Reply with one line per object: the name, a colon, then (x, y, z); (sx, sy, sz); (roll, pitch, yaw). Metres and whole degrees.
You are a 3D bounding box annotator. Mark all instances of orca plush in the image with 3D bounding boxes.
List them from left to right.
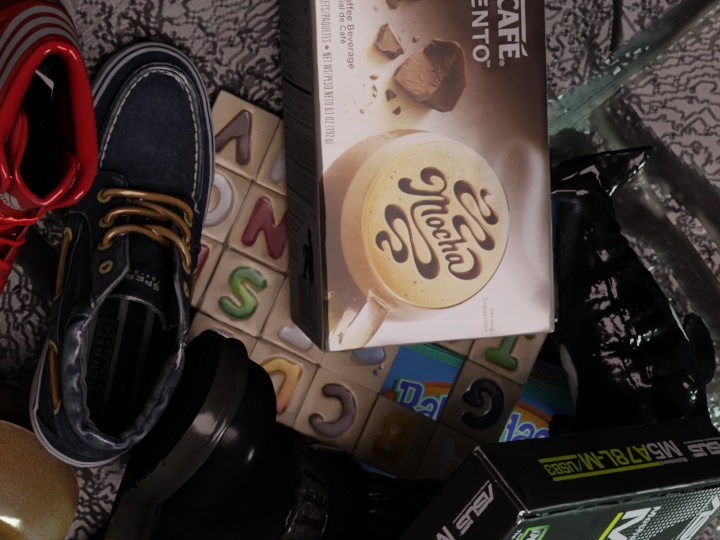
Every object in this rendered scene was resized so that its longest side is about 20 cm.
orca plush: (0.148, 0.039, 1.420); (0.105, 0.071, 0.201); (-13, 106, -32)

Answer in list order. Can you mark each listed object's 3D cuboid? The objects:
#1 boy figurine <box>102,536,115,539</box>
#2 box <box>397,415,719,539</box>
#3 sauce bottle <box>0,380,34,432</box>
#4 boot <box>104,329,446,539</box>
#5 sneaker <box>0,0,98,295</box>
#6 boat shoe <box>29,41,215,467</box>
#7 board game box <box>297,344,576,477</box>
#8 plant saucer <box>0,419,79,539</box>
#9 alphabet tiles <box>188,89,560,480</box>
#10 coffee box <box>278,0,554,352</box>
boy figurine: (-0.137, 0.222, 1.470); (0.124, 0.064, 0.201); (17, 112, -20)
box: (0.065, 0.154, 1.360); (0.193, 0.048, 0.200); (0, 135, -51)
sauce bottle: (-0.213, 0.082, 1.386); (0.199, 0.065, 0.065); (-9, 116, -14)
boot: (-0.026, 0.103, 1.345); (0.157, 0.211, 0.080); (22, 72, -5)
sneaker: (-0.175, -0.028, 1.315); (0.078, 0.116, 0.201); (10, 110, -19)
boat shoe: (-0.099, -0.011, 1.317); (0.070, 0.091, 0.201); (12, 80, -16)
board game box: (0.030, 0.129, 1.483); (0.152, 0.045, 0.201); (22, 106, -22)
plant saucer: (-0.227, 0.135, 1.366); (0.199, 0.036, 0.201); (-11, 147, -8)
alphabet tiles: (0.000, 0.000, 1.402); (0.199, 0.008, 0.168); (25, 86, -15)
coffee box: (0.025, -0.071, 1.348); (0.112, 0.080, 0.201); (-4, 101, -12)
